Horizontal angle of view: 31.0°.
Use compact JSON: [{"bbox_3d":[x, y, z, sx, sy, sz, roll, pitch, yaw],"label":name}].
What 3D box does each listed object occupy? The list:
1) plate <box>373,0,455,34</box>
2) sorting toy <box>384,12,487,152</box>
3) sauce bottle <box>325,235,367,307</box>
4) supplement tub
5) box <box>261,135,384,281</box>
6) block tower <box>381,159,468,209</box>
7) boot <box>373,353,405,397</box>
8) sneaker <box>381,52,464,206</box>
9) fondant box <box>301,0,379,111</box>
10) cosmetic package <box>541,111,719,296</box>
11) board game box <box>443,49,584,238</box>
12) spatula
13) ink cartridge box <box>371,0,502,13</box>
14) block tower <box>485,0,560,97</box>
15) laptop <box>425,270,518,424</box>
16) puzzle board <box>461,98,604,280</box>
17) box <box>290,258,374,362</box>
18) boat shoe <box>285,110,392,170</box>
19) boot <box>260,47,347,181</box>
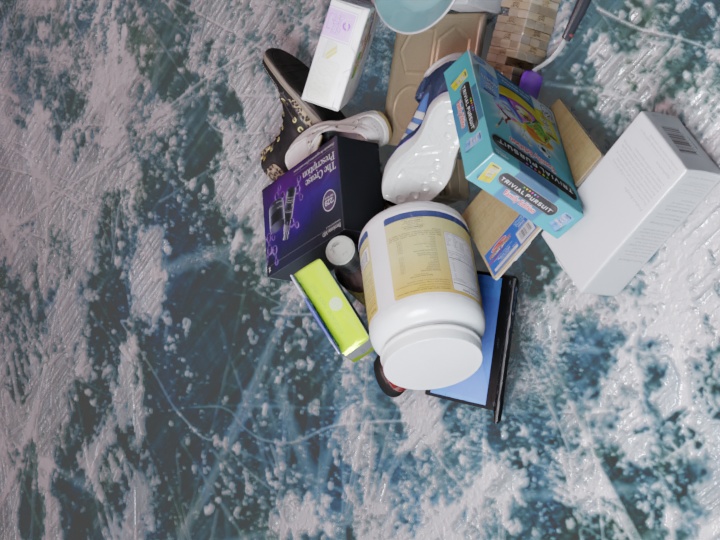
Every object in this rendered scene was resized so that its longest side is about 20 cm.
[{"bbox_3d":[0.085,-0.412,1.727,0.200,0.025,0.202,-8,79,50],"label":"plate"},{"bbox_3d":[0.103,-0.260,1.790,0.199,0.036,0.187,13,95,54],"label":"sorting toy"},{"bbox_3d":[0.000,0.000,1.752,0.066,0.200,0.067,-5,70,15],"label":"sauce bottle"},{"bbox_3d":[0.077,0.031,1.607,0.144,0.144,0.201,-40,44,39],"label":"supplement tub"},{"bbox_3d":[-0.054,-0.081,1.812,0.200,0.078,0.142,-31,61,49],"label":"box"},{"bbox_3d":[0.059,-0.109,1.793,0.199,0.054,0.058,-16,72,47],"label":"block tower"},{"bbox_3d":[0.053,0.067,1.772,0.144,0.072,0.202,145,125,-64],"label":"boot"},{"bbox_3d":[0.096,-0.189,1.683,0.147,0.080,0.200,-77,13,-48],"label":"sneaker"},{"bbox_3d":[-0.024,-0.311,1.834,0.200,0.058,0.145,-69,-3,-76],"label":"fondant box"},{"bbox_3d":[0.309,-0.074,1.492,0.200,0.074,0.102,-54,48,33],"label":"cosmetic package"},{"bbox_3d":[0.178,-0.150,1.521,0.047,0.151,0.201,-42,35,29],"label":"board game box"},{"bbox_3d":[0.244,-0.277,1.619,0.021,0.056,0.201,40,109,29],"label":"spatula"},{"bbox_3d":[0.108,-0.413,1.772,0.199,0.068,0.117,14,96,49],"label":"ink cartridge box"},{"bbox_3d":[0.196,-0.260,1.661,0.058,0.054,0.201,23,102,49],"label":"block tower"},{"bbox_3d":[0.138,0.089,1.644,0.102,0.200,0.179,7,92,5],"label":"laptop"},{"bbox_3d":[0.210,-0.100,1.599,0.200,0.017,0.151,-51,30,20],"label":"puzzle board"},{"bbox_3d":[-0.032,0.054,1.675,0.048,0.200,0.122,-33,82,-1],"label":"box"},{"bbox_3d":[-0.048,-0.177,1.863,0.199,0.069,0.071,-19,101,43],"label":"boat shoe"},{"bbox_3d":[-0.108,-0.223,1.978,0.200,0.073,0.151,49,128,11],"label":"boot"}]
